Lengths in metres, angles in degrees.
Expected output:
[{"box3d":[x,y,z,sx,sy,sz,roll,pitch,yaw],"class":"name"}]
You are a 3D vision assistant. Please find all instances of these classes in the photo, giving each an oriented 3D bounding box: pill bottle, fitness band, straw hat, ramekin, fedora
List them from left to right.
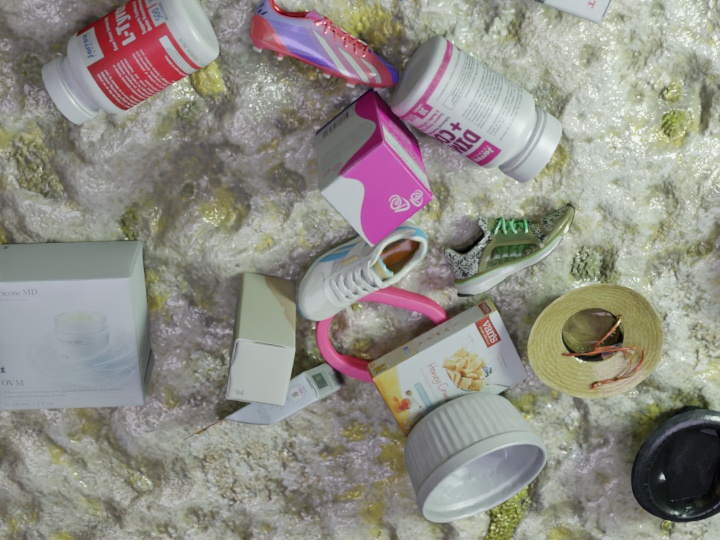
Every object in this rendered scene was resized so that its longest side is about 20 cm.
[{"box3d":[-0.284,-0.263,1.447,0.200,0.112,0.112,-28,114,10],"class":"pill bottle"},{"box3d":[0.034,0.092,1.679,0.200,0.037,0.144,13,115,-10],"class":"fitness band"},{"box3d":[0.157,0.263,1.693,0.200,0.105,0.200,-19,146,-13],"class":"ramekin"},{"box3d":[0.148,-0.200,1.497,0.200,0.113,0.113,29,111,-16],"class":"pill bottle"},{"box3d":[0.321,0.081,1.660,0.201,0.085,0.201,-2,122,-4],"class":"straw hat"},{"box3d":[0.486,0.274,1.758,0.200,0.092,0.201,-1,116,-2],"class":"fedora"}]

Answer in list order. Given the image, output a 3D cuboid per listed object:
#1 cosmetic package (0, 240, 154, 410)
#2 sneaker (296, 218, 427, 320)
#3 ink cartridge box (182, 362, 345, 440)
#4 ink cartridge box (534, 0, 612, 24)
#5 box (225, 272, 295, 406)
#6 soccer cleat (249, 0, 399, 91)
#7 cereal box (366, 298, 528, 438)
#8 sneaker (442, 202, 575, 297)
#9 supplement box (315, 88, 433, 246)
[{"box3d":[-0.394,0.074,1.604,0.199,0.123,0.200,-2,115,-2],"class":"cosmetic package"},{"box3d":[0.000,0.000,1.587,0.200,0.081,0.077,-37,111,0],"class":"sneaker"},{"box3d":[-0.130,0.197,1.656,0.200,0.163,0.057,-34,85,11],"class":"ink cartridge box"},{"box3d":[0.221,-0.404,1.417,0.200,0.084,0.145,18,114,-11],"class":"ink cartridge box"},{"box3d":[-0.132,0.089,1.578,0.078,0.200,0.095,10,115,-7],"class":"box"},{"box3d":[-0.040,-0.284,1.477,0.200,0.067,0.077,17,110,-8],"class":"soccer cleat"},{"box3d":[0.125,0.143,1.677,0.200,0.040,0.144,-29,126,2],"class":"cereal box"},{"box3d":[0.197,-0.044,1.604,0.200,0.077,0.089,-33,105,10],"class":"sneaker"},{"box3d":[0.013,-0.132,1.476,0.101,0.200,0.103,-37,112,15],"class":"supplement box"}]
